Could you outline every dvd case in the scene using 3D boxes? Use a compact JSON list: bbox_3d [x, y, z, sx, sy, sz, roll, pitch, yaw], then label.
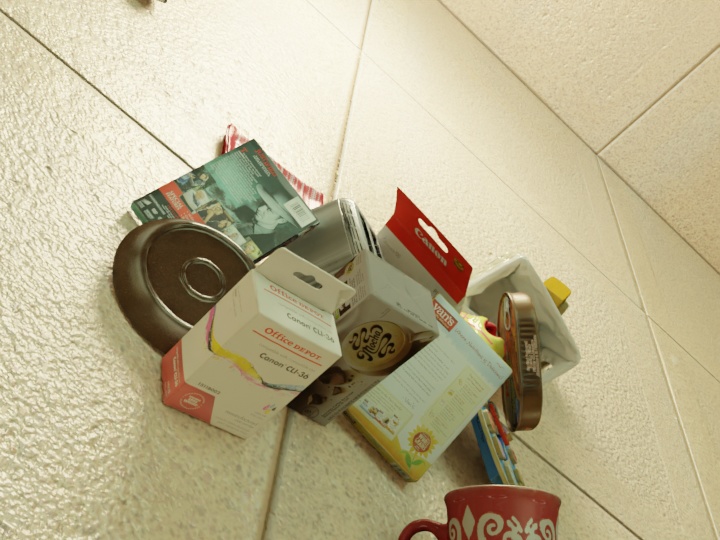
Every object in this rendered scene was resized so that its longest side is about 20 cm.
[{"bbox_3d":[-0.166,-0.070,1.313,0.199,0.022,0.146,-34,81,-33],"label":"dvd case"}]

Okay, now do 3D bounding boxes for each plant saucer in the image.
[{"bbox_3d":[-0.184,0.017,1.196,0.199,0.032,0.201,23,45,-24],"label":"plant saucer"}]

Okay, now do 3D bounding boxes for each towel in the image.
[{"bbox_3d":[-0.131,-0.127,1.576,0.200,0.022,0.145,37,27,-24],"label":"towel"}]

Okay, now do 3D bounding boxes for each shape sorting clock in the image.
[{"bbox_3d":[0.196,0.241,1.477,0.201,0.039,0.200,60,14,-26],"label":"shape sorting clock"}]

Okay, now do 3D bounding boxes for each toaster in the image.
[{"bbox_3d":[-0.039,-0.003,1.384,0.114,0.128,0.201,54,14,-40],"label":"toaster"}]

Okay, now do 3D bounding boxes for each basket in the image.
[{"bbox_3d":[0.245,0.082,1.692,0.201,0.135,0.123,60,2,-8],"label":"basket"}]

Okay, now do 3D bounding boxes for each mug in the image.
[{"bbox_3d":[0.139,0.354,1.156,0.133,0.177,0.202,29,54,-43],"label":"mug"}]

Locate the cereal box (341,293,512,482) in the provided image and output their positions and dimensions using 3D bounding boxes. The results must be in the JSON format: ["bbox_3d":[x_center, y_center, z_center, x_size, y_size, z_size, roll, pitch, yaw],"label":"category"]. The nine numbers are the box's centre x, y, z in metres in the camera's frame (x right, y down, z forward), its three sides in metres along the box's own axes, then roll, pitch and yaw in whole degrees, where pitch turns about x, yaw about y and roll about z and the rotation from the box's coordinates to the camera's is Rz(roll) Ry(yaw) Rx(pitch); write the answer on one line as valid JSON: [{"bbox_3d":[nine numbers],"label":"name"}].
[{"bbox_3d":[0.081,0.149,1.340,0.144,0.040,0.200,47,69,-2],"label":"cereal box"}]

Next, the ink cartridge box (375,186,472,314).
[{"bbox_3d":[0.073,0.006,1.430,0.047,0.201,0.160,-31,66,-22],"label":"ink cartridge box"}]

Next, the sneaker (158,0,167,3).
[{"bbox_3d":[-0.353,-0.522,1.718,0.074,0.087,0.201,13,43,-55],"label":"sneaker"}]

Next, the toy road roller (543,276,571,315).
[{"bbox_3d":[0.273,0.057,1.858,0.146,0.123,0.200,41,22,15],"label":"toy road roller"}]

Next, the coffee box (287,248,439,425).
[{"bbox_3d":[-0.020,0.082,1.228,0.113,0.200,0.080,32,31,-32],"label":"coffee box"}]

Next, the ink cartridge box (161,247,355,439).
[{"bbox_3d":[-0.103,0.079,1.093,0.116,0.200,0.068,30,29,-33],"label":"ink cartridge box"}]

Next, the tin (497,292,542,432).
[{"bbox_3d":[0.229,0.131,1.512,0.041,0.112,0.202,0,78,-10],"label":"tin"}]

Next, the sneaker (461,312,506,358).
[{"bbox_3d":[0.158,0.097,1.581,0.200,0.090,0.079,-125,-158,-60],"label":"sneaker"}]
